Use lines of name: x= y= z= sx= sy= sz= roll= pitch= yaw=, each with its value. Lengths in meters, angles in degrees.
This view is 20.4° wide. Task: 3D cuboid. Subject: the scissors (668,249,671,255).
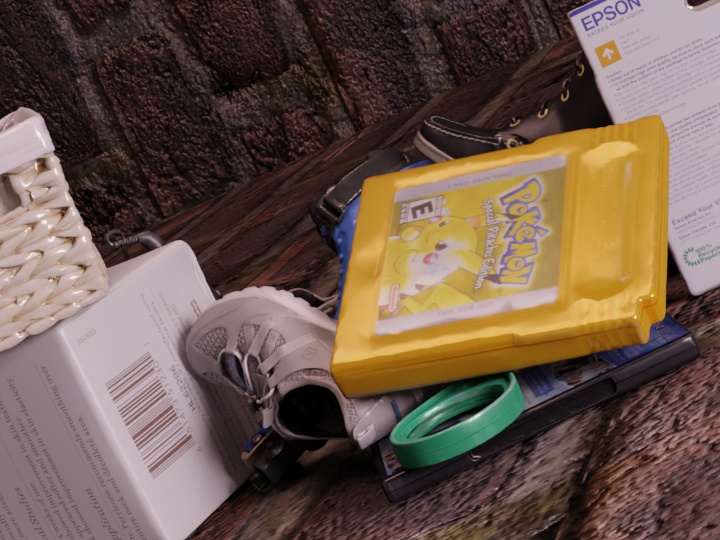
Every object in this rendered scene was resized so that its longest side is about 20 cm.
scissors: x=0.134 y=-0.032 z=1.401 sx=0.199 sy=0.014 sz=0.073 roll=8 pitch=11 yaw=-4

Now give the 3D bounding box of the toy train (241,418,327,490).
toy train: x=-0.011 y=0.067 z=1.338 sx=0.200 sy=0.034 sz=0.046 roll=-47 pitch=36 yaw=-17

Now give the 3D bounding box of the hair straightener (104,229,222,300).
hair straightener: x=-0.118 y=0.043 z=1.452 sx=0.077 sy=0.200 sz=0.041 roll=-19 pitch=32 yaw=51

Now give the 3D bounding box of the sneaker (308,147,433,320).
sneaker: x=0.000 y=0.001 z=1.440 sx=0.201 sy=0.111 sz=0.077 roll=-58 pitch=-26 yaw=-14

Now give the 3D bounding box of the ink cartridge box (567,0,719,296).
ink cartridge box: x=0.256 y=-0.114 z=1.257 sx=0.195 sy=0.201 sz=0.043 roll=-24 pitch=9 yaw=8

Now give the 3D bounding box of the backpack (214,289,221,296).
backpack: x=-0.208 y=0.081 z=1.671 sx=0.177 sy=0.151 sz=0.200 roll=-32 pitch=5 yaw=-27

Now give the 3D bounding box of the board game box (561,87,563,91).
board game box: x=0.277 y=-0.154 z=1.462 sx=0.199 sy=0.044 sz=0.199 roll=-4 pitch=17 yaw=33

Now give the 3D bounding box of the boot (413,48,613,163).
boot: x=0.145 y=-0.120 z=1.392 sx=0.203 sy=0.155 sz=0.073 roll=20 pitch=17 yaw=24

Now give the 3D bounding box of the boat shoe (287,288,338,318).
boat shoe: x=-0.049 y=0.048 z=1.635 sx=0.072 sy=0.066 sz=0.200 roll=-32 pitch=10 yaw=-31

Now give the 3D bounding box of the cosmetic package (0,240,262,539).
cosmetic package: x=-0.196 y=0.106 z=1.378 sx=0.199 sy=0.168 sz=0.166 roll=-20 pitch=12 yaw=32

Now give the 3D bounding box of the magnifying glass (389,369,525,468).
magnifying glass: x=0.075 y=0.066 z=1.193 sx=0.079 sy=0.022 sz=0.200 roll=-21 pitch=9 yaw=28

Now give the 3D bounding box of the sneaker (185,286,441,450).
sneaker: x=-0.048 y=0.064 z=1.264 sx=0.199 sy=0.075 sz=0.082 roll=7 pitch=40 yaw=44

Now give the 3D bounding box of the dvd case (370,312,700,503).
dvd case: x=0.099 y=0.074 z=1.205 sx=0.199 sy=0.018 sz=0.143 roll=-25 pitch=9 yaw=1

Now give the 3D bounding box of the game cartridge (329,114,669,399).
game cartridge: x=0.086 y=-0.011 z=1.206 sx=0.199 sy=0.033 sz=0.177 roll=-13 pitch=41 yaw=21

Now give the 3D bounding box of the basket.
basket: x=-0.245 y=-0.022 z=1.310 sx=0.135 sy=0.124 sz=0.200 roll=-28 pitch=11 yaw=-7
